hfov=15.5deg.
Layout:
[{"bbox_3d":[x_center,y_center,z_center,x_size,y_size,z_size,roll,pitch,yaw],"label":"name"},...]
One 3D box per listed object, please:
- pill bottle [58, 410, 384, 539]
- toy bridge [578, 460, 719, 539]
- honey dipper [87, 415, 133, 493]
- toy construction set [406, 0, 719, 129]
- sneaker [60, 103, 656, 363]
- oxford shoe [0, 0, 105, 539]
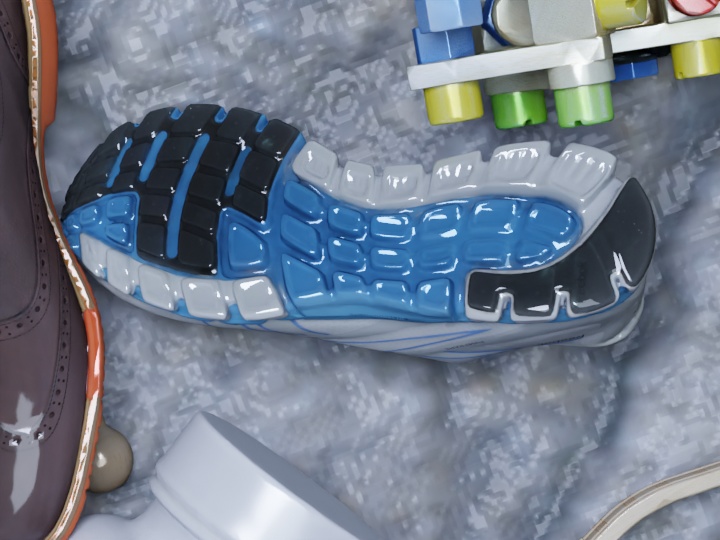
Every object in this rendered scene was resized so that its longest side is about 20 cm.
[{"bbox_3d":[-0.077,0.150,0.849,0.112,0.112,0.200,37,90,-4],"label":"pill bottle"},{"bbox_3d":[0.098,0.117,0.897,0.067,0.027,0.200,44,90,-4],"label":"toy bridge"},{"bbox_3d":[-0.118,-0.020,0.878,0.038,0.038,0.201,-18,97,-2],"label":"honey dipper"},{"bbox_3d":[0.111,-0.085,0.835,0.199,0.131,0.093,5,94,1],"label":"toy construction set"},{"bbox_3d":[0.000,0.000,0.865,0.199,0.087,0.075,8,69,15],"label":"sneaker"},{"bbox_3d":[-0.126,-0.007,0.812,0.071,0.073,0.201,-9,89,13],"label":"oxford shoe"}]
